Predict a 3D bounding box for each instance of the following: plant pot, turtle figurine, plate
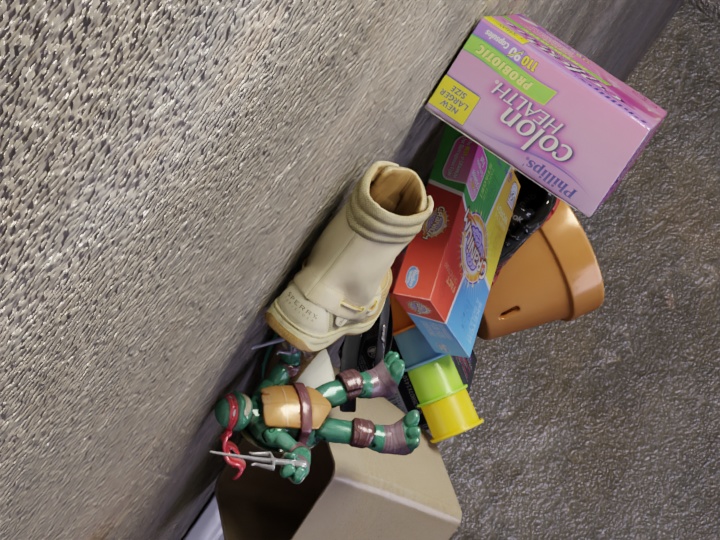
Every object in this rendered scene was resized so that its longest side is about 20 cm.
[{"bbox_3d":[-0.016,0.233,1.624,0.200,0.177,0.200,-58,-152,24],"label":"plant pot"},{"bbox_3d":[-0.052,0.118,1.399,0.101,0.200,0.150,-35,-122,58],"label":"turtle figurine"},{"bbox_3d":[-0.188,0.332,1.863,0.200,0.032,0.200,-56,174,3],"label":"plate"},{"bbox_3d":[0.171,-0.011,1.857,0.140,0.200,0.200,-29,168,-10],"label":"plant pot"}]

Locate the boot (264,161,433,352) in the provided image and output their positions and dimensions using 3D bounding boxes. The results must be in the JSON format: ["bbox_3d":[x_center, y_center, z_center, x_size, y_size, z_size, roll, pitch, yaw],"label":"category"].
[{"bbox_3d":[0.008,-0.022,1.344,0.155,0.073,0.200,-55,168,22],"label":"boot"}]

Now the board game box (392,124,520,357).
[{"bbox_3d":[0.099,-0.033,1.590,0.153,0.040,0.200,52,52,-60],"label":"board game box"}]

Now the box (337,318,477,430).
[{"bbox_3d":[0.057,0.097,1.797,0.106,0.122,0.200,-19,-169,13],"label":"box"}]

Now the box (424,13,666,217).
[{"bbox_3d":[0.175,-0.147,1.457,0.097,0.176,0.200,-57,172,17],"label":"box"}]

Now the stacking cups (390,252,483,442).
[{"bbox_3d":[0.065,0.075,1.653,0.060,0.200,0.061,-21,179,0],"label":"stacking cups"}]

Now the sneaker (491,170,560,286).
[{"bbox_3d":[0.142,-0.040,1.719,0.200,0.071,0.098,-48,171,-8],"label":"sneaker"}]

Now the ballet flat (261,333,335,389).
[{"bbox_3d":[-0.062,0.112,1.498,0.068,0.072,0.200,-43,167,-40],"label":"ballet flat"}]

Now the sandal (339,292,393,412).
[{"bbox_3d":[0.015,0.038,1.514,0.076,0.043,0.200,92,12,-74],"label":"sandal"}]

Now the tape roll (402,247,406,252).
[{"bbox_3d":[0.116,-0.075,1.993,0.203,0.037,0.203,-55,174,-9],"label":"tape roll"}]
